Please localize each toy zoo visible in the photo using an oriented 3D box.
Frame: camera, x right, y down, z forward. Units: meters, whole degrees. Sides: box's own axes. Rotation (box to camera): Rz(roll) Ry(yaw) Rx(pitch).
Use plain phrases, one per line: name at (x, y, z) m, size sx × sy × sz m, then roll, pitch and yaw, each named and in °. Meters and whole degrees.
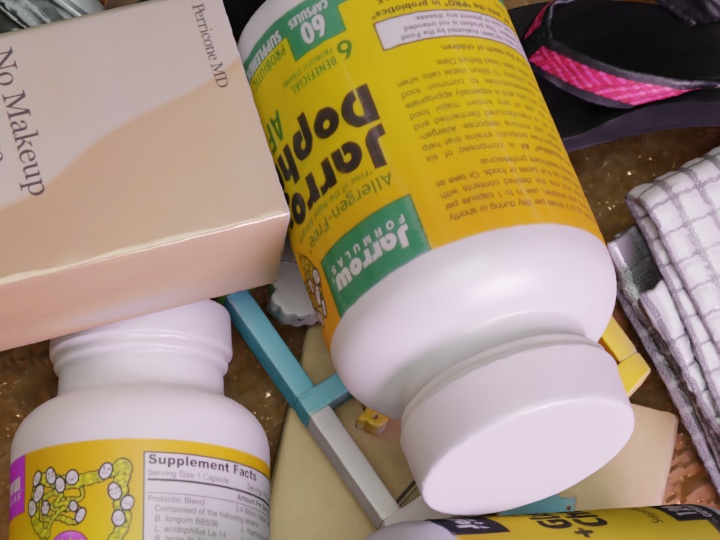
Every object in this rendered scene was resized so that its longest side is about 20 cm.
toy zoo at (0.027, 0.022, 1.150) m, size 0.131 × 0.020 × 0.200 m, roll -32°, pitch 77°, yaw -17°

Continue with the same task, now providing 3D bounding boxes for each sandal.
sandal at (0.115, -0.090, 1.133) m, size 0.199 × 0.045 × 0.075 m, roll -3°, pitch 57°, yaw 19°

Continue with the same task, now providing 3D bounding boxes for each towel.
towel at (0.208, 0.031, 1.148) m, size 0.165 × 0.086 × 0.201 m, roll -27°, pitch 85°, yaw -11°

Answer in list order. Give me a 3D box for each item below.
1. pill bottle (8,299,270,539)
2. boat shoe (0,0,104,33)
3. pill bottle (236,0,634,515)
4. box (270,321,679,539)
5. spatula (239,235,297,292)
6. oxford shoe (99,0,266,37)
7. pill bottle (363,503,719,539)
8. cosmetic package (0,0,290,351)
pill bottle at (-0.086, 0.114, 1.098) m, size 0.104 × 0.104 × 0.201 m, roll 0°, pitch 72°, yaw -4°
boat shoe at (-0.139, -0.102, 1.157) m, size 0.199 × 0.069 × 0.057 m, roll 33°, pitch 80°, yaw 0°
pill bottle at (0.030, -0.015, 1.063) m, size 0.112 × 0.113 × 0.201 m, roll -16°, pitch 63°, yaw -7°
box at (0.034, 0.137, 1.150) m, size 0.162 × 0.021 × 0.201 m, roll 14°, pitch 78°, yaw -2°
spatula at (0.000, 0.000, 1.132) m, size 0.199 × 0.021 × 0.057 m, roll 21°, pitch 67°, yaw 1°
oxford shoe at (-0.024, -0.145, 1.154) m, size 0.199 × 0.071 × 0.071 m, roll -13°, pitch 58°, yaw -32°
pill bottle at (0.055, 0.147, 1.054) m, size 0.199 × 0.112 × 0.113 m, roll -1°, pitch 79°, yaw -28°
cosmetic package at (-0.136, -0.029, 1.061) m, size 0.199 × 0.071 × 0.106 m, roll -16°, pitch 72°, yaw -12°
